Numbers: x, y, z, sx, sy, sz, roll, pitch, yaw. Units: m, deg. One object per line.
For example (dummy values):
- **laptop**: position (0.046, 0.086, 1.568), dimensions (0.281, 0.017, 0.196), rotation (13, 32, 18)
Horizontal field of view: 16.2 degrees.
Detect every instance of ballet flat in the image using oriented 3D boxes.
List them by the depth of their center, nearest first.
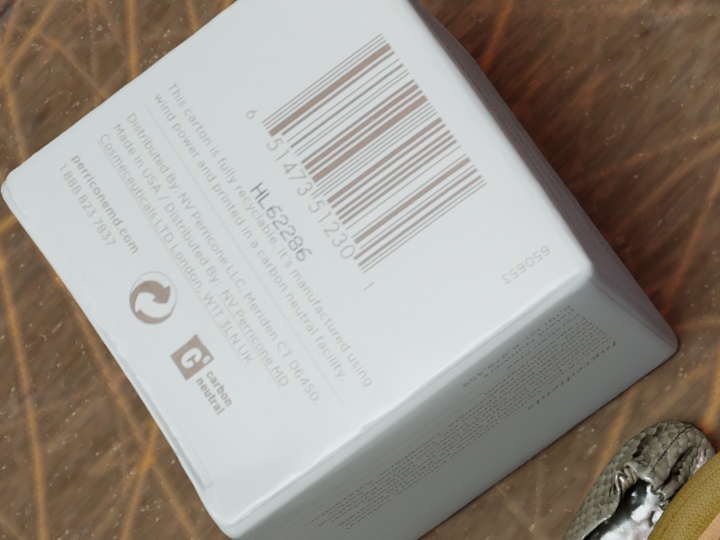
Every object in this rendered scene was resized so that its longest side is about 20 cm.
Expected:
- **ballet flat**: position (0.088, 0.151, 1.017), dimensions (0.067, 0.046, 0.200), rotation (29, 90, 20)

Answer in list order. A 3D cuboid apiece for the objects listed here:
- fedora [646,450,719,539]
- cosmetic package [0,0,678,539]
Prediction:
- **fedora**: position (0.202, 0.144, 0.966), dimensions (0.201, 0.082, 0.201), rotation (-2, 80, 11)
- **cosmetic package**: position (0.000, 0.000, 0.989), dimensions (0.166, 0.200, 0.167), rotation (-37, 72, 7)
